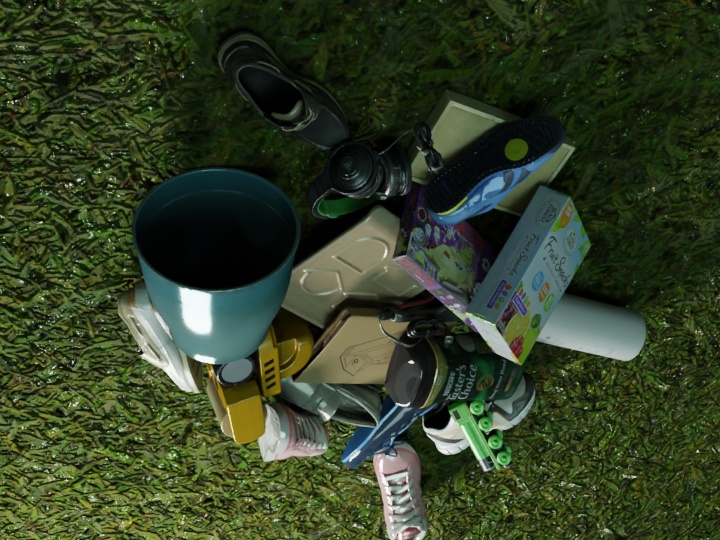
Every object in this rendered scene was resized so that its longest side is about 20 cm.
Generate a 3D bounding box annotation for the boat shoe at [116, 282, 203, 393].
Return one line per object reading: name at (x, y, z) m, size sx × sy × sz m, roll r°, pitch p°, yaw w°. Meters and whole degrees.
boat shoe at (-0.270, 0.093, 1.481) m, size 0.068 × 0.075 × 0.201 m, roll -11°, pitch 129°, yaw 7°

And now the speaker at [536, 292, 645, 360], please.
speaker at (0.324, 0.079, 1.606) m, size 0.198 × 0.082 × 0.082 m, roll 13°, pitch 127°, yaw -24°

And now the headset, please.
headset at (0.021, -0.111, 1.326) m, size 0.123 × 0.095 × 0.200 m, roll -5°, pitch 154°, yaw -46°

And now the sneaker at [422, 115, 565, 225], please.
sneaker at (0.173, -0.123, 1.367) m, size 0.199 × 0.066 × 0.078 m, roll -33°, pitch 151°, yaw 12°

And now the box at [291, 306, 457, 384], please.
box at (0.020, 0.112, 1.556) m, size 0.199 × 0.021 × 0.164 m, roll 5°, pitch 138°, yaw -38°

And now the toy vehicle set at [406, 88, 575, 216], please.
toy vehicle set at (0.164, -0.147, 1.398) m, size 0.198 × 0.027 × 0.125 m, roll 16°, pitch 126°, yaw -26°

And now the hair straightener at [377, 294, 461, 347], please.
hair straightener at (0.103, 0.065, 1.494) m, size 0.199 × 0.077 × 0.041 m, roll -6°, pitch 138°, yaw -42°

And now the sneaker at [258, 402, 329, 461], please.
sneaker at (-0.094, 0.236, 1.617) m, size 0.104 × 0.076 × 0.200 m, roll -8°, pitch 162°, yaw -13°

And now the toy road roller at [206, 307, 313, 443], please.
toy road roller at (-0.141, 0.128, 1.510) m, size 0.145 × 0.123 × 0.201 m, roll -15°, pitch 134°, yaw -16°

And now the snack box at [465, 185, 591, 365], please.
snack box at (0.228, 0.009, 1.446) m, size 0.201 × 0.053 × 0.142 m, roll -58°, pitch 148°, yaw -12°

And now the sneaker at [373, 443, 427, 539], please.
sneaker at (0.072, 0.375, 1.785) m, size 0.075 × 0.105 × 0.201 m, roll -11°, pitch 132°, yaw -2°

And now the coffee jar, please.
coffee jar at (0.135, 0.140, 1.560) m, size 0.198 × 0.086 × 0.105 m, roll -2°, pitch 126°, yaw -28°

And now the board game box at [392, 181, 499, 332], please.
board game box at (0.121, -0.017, 1.445) m, size 0.032 × 0.121 × 0.200 m, roll -16°, pitch 140°, yaw 36°

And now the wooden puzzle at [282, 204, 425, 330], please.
wooden puzzle at (0.000, 0.000, 1.462) m, size 0.199 × 0.047 × 0.185 m, roll -37°, pitch 138°, yaw 22°

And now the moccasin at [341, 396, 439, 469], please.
moccasin at (0.049, 0.249, 1.684) m, size 0.068 × 0.081 × 0.200 m, roll 36°, pitch 118°, yaw -14°

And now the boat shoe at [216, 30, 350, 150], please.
boat shoe at (-0.088, -0.192, 1.261) m, size 0.074 × 0.074 × 0.199 m, roll -40°, pitch 129°, yaw 22°

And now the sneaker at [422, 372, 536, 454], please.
sneaker at (0.185, 0.219, 1.704) m, size 0.199 × 0.074 × 0.080 m, roll -35°, pitch 128°, yaw 17°

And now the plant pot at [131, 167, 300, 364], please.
plant pot at (-0.176, 0.009, 1.349) m, size 0.198 × 0.201 × 0.189 m, roll -5°, pitch 140°, yaw -9°

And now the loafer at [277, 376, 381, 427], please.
loafer at (-0.052, 0.187, 1.615) m, size 0.198 × 0.070 × 0.070 m, roll 17°, pitch 126°, yaw -27°

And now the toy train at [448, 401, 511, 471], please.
toy train at (0.169, 0.221, 1.659) m, size 0.056 × 0.042 × 0.201 m, roll -27°, pitch 96°, yaw 12°
